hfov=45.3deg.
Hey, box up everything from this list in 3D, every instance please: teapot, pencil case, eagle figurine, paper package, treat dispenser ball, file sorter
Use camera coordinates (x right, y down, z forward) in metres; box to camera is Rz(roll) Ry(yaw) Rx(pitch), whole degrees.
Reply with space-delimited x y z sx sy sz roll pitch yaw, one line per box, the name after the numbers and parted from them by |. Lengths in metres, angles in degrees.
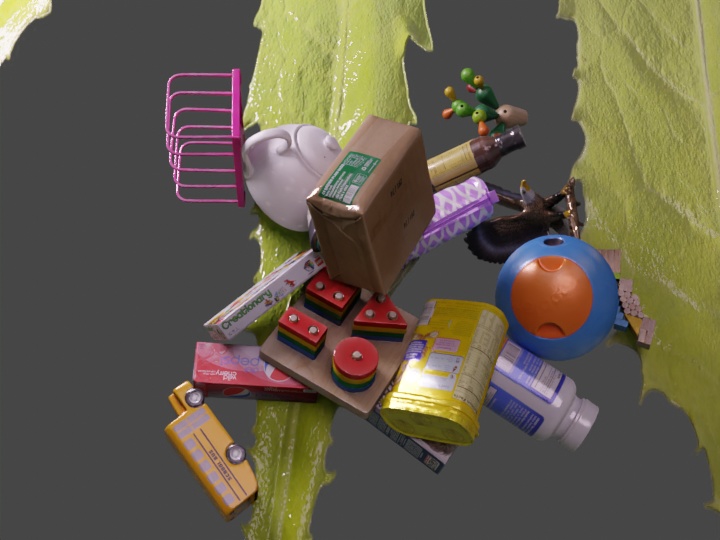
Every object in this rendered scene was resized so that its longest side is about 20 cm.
-0.094 -0.176 1.459 0.197 0.146 0.201 44 36 -10 | teapot
0.131 -0.085 1.460 0.198 0.085 0.085 -30 94 -13 | pencil case
0.291 -0.105 1.546 0.197 0.153 0.152 -11 14 22 | eagle figurine
0.023 -0.100 1.319 0.102 0.192 0.201 15 54 27 | paper package
0.319 0.044 1.410 0.197 0.202 0.204 3 61 -6 | treat dispenser ball
-0.261 -0.221 1.469 0.123 0.201 0.141 -1 62 -5 | file sorter

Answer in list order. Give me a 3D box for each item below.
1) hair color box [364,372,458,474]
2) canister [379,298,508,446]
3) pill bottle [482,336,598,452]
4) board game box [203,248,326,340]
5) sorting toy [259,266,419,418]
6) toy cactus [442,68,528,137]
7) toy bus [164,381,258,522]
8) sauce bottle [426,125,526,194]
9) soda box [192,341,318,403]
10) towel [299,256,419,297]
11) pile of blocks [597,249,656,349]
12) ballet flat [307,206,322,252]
0.073 0.215 1.362 0.199 0.061 0.100 35 62 10 | hair color box
0.131 0.147 1.300 0.146 0.087 0.202 4 55 33 | canister
0.271 0.198 1.372 0.198 0.113 0.113 33 62 9 | pill bottle
-0.153 0.039 1.376 0.199 0.126 0.035 -39 99 -18 | board game box
-0.022 0.092 1.342 0.197 0.070 0.201 28 52 13 | sorting toy
0.247 -0.289 1.654 0.162 0.103 0.203 -1 58 -30 | toy cactus
-0.227 0.267 1.289 0.078 0.065 0.201 -34 72 -21 | toy bus
0.200 -0.199 1.551 0.197 0.065 0.066 -22 62 15 | sauce bottle
-0.162 0.161 1.356 0.196 0.064 0.071 4 61 -7 | soda box
0.000 0.000 1.481 0.147 0.037 0.201 32 63 10 | towel
0.448 0.057 1.508 0.081 0.062 0.203 -20 61 3 | pile of blocks
-0.044 -0.095 1.383 0.073 0.074 0.200 34 45 10 | ballet flat
